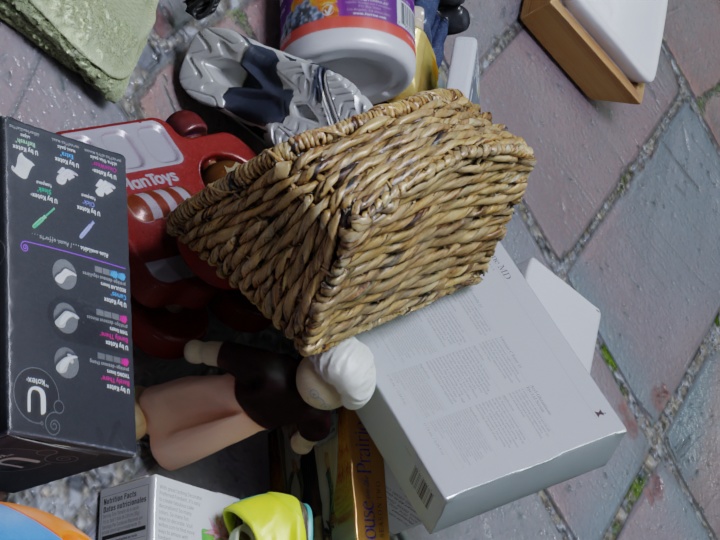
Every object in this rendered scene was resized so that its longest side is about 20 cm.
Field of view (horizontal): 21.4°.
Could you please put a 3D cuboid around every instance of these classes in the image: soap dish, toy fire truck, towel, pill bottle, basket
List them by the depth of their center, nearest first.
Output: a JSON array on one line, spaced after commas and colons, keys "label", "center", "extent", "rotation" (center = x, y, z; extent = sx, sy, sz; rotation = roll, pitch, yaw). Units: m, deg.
[{"label": "basket", "center": [-0.004, -0.061, 1.238], "extent": [0.149, 0.143, 0.199], "rotation": [41, 40, 26]}, {"label": "toy fire truck", "center": [-0.116, -0.044, 1.359], "extent": [0.199, 0.112, 0.168], "rotation": [-17, 68, -48]}, {"label": "towel", "center": [-0.220, -0.229, 1.359], "extent": [0.200, 0.036, 0.149], "rotation": [40, 46, -34]}, {"label": "pill bottle", "center": [-0.012, -0.246, 1.566], "extent": [0.111, 0.111, 0.201], "rotation": [23, 57, -44]}, {"label": "soap dish", "center": [0.237, -0.283, 1.919], "extent": [0.157, 0.081, 0.201], "rotation": [42, 46, -32]}]

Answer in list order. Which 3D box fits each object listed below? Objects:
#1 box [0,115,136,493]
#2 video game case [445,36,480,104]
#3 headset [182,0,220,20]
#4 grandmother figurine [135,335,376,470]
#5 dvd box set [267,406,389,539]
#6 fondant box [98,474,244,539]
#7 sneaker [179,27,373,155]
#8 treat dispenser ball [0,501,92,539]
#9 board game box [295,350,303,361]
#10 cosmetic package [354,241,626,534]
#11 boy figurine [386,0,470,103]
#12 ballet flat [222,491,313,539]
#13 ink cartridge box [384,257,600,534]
[{"label": "box", "center": [-0.218, 0.024, 1.179], "extent": [0.106, 0.122, 0.201], "rotation": [17, 62, -47]}, {"label": "video game case", "center": [0.080, -0.061, 1.590], "extent": [0.182, 0.023, 0.201], "rotation": [83, 15, -55]}, {"label": "headset", "center": [-0.131, -0.292, 1.469], "extent": [0.123, 0.094, 0.201], "rotation": [24, 35, -59]}, {"label": "grandmother figurine", "center": [-0.068, 0.088, 1.275], "extent": [0.121, 0.199, 0.061], "rotation": [34, 50, -37]}, {"label": "dvd box set", "center": [-0.022, 0.194, 1.336], "extent": [0.029, 0.146, 0.201], "rotation": [5, 70, -24]}, {"label": "fondant box", "center": [-0.107, 0.252, 1.273], "extent": [0.144, 0.058, 0.201], "rotation": [24, 58, -44]}, {"label": "sneaker", "center": [-0.032, -0.115, 1.454], "extent": [0.129, 0.198, 0.080], "rotation": [10, 103, -62]}, {"label": "treat dispenser ball", "center": [-0.210, 0.227, 1.036], "extent": [0.200, 0.200, 0.202], "rotation": [25, 56, -43]}, {"label": "board game box", "center": [0.000, 0.000, 1.465], "extent": [0.028, 0.136, 0.200], "rotation": [24, 45, 5]}, {"label": "cosmetic package", "center": [0.065, 0.065, 1.302], "extent": [0.150, 0.052, 0.201], "rotation": [-18, 60, -25]}, {"label": "boy figurine", "center": [0.050, -0.168, 1.627], "extent": [0.125, 0.064, 0.201], "rotation": [82, 15, -47]}, {"label": "ballet flat", "center": [-0.062, 0.243, 1.245], "extent": [0.067, 0.067, 0.201], "rotation": [7, 65, -27]}, {"label": "ink cartridge box", "center": [0.076, 0.098, 1.449], "extent": [0.084, 0.200, 0.147], "rotation": [37, 48, -26]}]
